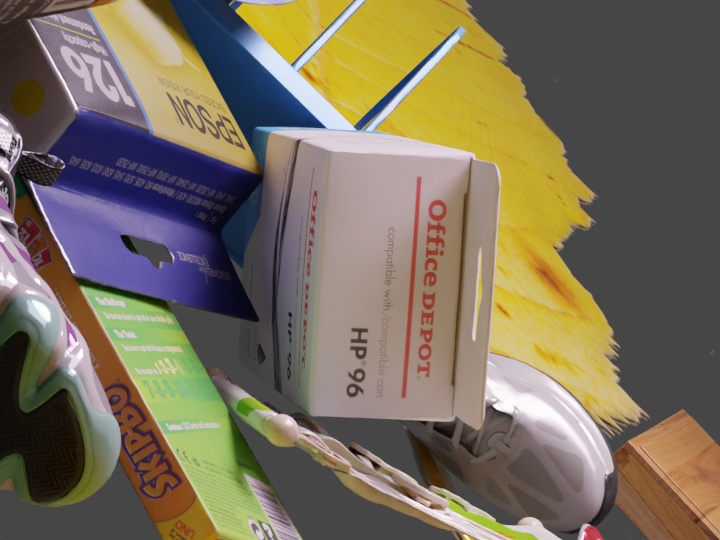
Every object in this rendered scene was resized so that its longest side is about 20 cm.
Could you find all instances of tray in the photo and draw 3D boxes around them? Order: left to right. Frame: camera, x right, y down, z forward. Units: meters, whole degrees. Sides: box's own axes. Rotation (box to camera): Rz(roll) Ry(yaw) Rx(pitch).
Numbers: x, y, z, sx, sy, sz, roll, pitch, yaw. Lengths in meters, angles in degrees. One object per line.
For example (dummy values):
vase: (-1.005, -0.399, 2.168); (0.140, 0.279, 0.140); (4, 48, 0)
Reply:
tray: (0.209, 0.142, 1.714); (0.099, 0.037, 0.200); (47, 13, 9)

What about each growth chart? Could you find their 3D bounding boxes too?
growth chart: (0.020, 0.092, 1.173); (0.200, 0.018, 0.145); (27, 0, -24)

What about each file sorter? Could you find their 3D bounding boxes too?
file sorter: (-0.070, -0.130, 1.379); (0.200, 0.139, 0.123); (44, 55, -4)

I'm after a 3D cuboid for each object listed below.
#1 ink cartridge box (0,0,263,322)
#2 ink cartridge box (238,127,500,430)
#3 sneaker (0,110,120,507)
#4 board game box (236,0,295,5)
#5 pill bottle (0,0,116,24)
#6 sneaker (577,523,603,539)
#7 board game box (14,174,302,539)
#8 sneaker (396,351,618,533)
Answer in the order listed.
ink cartridge box: (-0.111, -0.080, 1.164); (0.200, 0.047, 0.198); (58, 13, 16)
ink cartridge box: (0.000, 0.000, 1.197); (0.068, 0.116, 0.200); (2, 5, -14)
sneaker: (-0.138, -0.011, 0.992); (0.200, 0.078, 0.140); (47, 27, 6)
board game box: (-0.095, -0.199, 1.285); (0.158, 0.039, 0.200); (10, 54, -46)
pill bottle: (-0.173, -0.139, 0.989); (0.200, 0.116, 0.116); (-15, 56, -40)
sneaker: (0.127, 0.176, 1.295); (0.113, 0.071, 0.200); (52, 17, 15)
board game box: (-0.089, 0.038, 1.098); (0.200, 0.030, 0.096); (61, 13, 25)
sneaker: (0.032, 0.068, 1.366); (0.200, 0.076, 0.115); (40, 21, 14)
